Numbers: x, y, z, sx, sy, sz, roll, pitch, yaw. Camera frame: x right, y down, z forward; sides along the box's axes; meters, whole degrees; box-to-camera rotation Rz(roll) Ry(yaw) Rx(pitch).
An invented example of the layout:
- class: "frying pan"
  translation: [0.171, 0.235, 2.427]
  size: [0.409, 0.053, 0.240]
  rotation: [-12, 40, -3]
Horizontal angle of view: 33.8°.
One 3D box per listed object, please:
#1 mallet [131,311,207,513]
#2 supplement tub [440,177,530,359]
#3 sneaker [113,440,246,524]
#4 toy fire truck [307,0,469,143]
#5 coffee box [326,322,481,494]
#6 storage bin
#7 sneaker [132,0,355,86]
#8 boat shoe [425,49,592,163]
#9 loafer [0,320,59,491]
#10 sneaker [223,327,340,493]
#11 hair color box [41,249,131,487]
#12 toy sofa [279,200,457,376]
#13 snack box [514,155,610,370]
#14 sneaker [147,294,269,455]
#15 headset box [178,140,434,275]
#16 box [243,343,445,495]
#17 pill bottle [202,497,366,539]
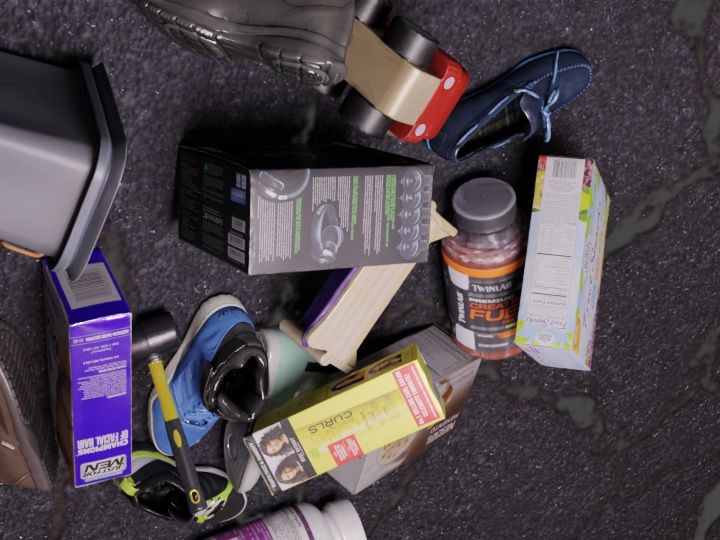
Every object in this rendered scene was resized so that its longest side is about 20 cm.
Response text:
- class: "mallet"
  translation: [-0.201, 0.145, 1.187]
  size: [0.065, 0.204, 0.041]
  rotation: [-10, 171, -12]
- class: "supplement tub"
  translation: [0.143, -0.003, 1.325]
  size: [0.106, 0.107, 0.202]
  rotation: [-24, 133, -14]
- class: "sneaker"
  translation: [-0.200, 0.261, 1.329]
  size: [0.199, 0.083, 0.072]
  rotation: [29, 106, -43]
- class: "toy fire truck"
  translation: [0.027, -0.175, 1.085]
  size: [0.199, 0.176, 0.130]
  rotation: [8, 120, -53]
- class: "coffee box"
  translation: [0.041, 0.153, 1.351]
  size: [0.199, 0.079, 0.116]
  rotation: [-21, 137, -49]
- class: "storage bin"
  translation: [-0.281, -0.094, 0.941]
  size: [0.133, 0.201, 0.147]
  rotation: [16, 115, -27]
- class: "sneaker"
  translation: [-0.095, -0.220, 0.993]
  size: [0.076, 0.197, 0.092]
  rotation: [72, 35, -81]
- class: "boat shoe"
  translation: [0.165, -0.160, 1.243]
  size: [0.198, 0.069, 0.085]
  rotation: [-31, 135, -8]
- class: "loafer"
  translation: [-0.349, 0.139, 1.147]
  size: [0.070, 0.073, 0.203]
  rotation: [-7, 121, 1]
- class: "sneaker"
  translation: [-0.080, 0.160, 1.325]
  size: [0.117, 0.074, 0.203]
  rotation: [2, 115, -34]
- class: "hair color box"
  translation: [-0.263, 0.095, 1.144]
  size: [0.064, 0.110, 0.203]
  rotation: [-11, 128, -23]
- class: "toy sofa"
  translation: [0.000, 0.000, 1.228]
  size: [0.097, 0.083, 0.201]
  rotation: [34, 90, -46]
- class: "snack box"
  translation: [0.223, -0.003, 1.290]
  size: [0.169, 0.067, 0.204]
  rotation: [35, 61, -68]
- class: "sneaker"
  translation: [-0.158, 0.137, 1.241]
  size: [0.076, 0.112, 0.202]
  rotation: [12, 117, -37]
- class: "headset box"
  translation: [-0.048, -0.063, 1.099]
  size: [0.197, 0.174, 0.095]
  rotation: [-4, 104, -28]
- class: "box"
  translation: [-0.016, 0.153, 1.210]
  size: [0.197, 0.050, 0.076]
  rotation: [-24, 104, 8]
- class: "pill bottle"
  translation: [-0.094, 0.351, 1.445]
  size: [0.197, 0.113, 0.114]
  rotation: [-17, 131, -20]
